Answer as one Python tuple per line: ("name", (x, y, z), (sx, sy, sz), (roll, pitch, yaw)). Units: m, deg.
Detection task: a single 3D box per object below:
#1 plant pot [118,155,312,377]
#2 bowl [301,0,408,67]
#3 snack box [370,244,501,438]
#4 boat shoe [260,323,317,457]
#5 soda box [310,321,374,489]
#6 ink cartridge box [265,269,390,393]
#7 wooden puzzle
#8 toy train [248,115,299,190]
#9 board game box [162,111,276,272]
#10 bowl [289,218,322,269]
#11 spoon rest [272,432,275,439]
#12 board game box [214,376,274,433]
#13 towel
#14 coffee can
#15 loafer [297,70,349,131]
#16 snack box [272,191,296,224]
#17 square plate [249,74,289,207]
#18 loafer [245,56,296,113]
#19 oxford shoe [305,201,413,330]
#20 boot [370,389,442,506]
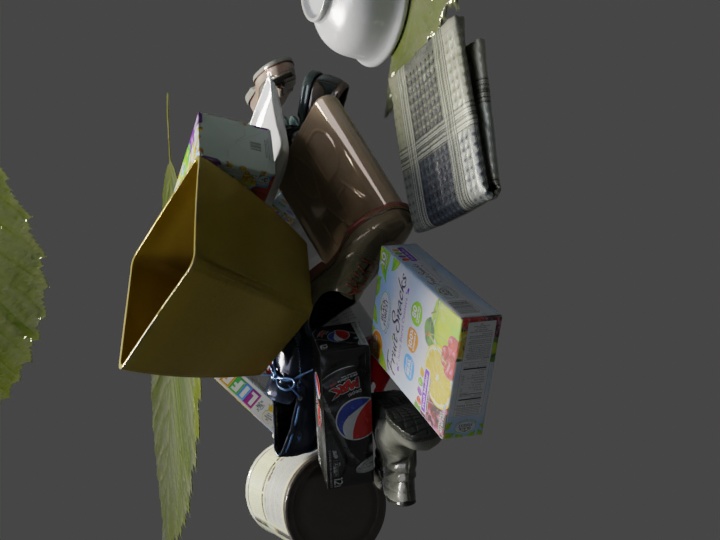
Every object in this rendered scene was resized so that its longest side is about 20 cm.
("plant pot", (-0.170, 0.018, 1.103), (0.200, 0.176, 0.201), (-49, 32, 31))
("bowl", (-0.019, -0.361, 1.122), (0.201, 0.090, 0.203), (175, 90, -66))
("snack box", (0.077, 0.073, 0.993), (0.200, 0.053, 0.143), (-133, 46, -57))
("boat shoe", (-0.089, 0.157, 1.163), (0.084, 0.068, 0.202), (14, 115, 53))
("soda box", (-0.022, 0.170, 1.113), (0.071, 0.063, 0.201), (-121, 26, -63))
("ink cartridge box", (-0.050, 0.124, 1.231), (0.176, 0.083, 0.201), (55, 145, 27))
("wooden puzzle", (-0.027, -0.110, 1.185), (0.186, 0.046, 0.200), (58, 146, 9))
("toy train", (-0.123, -0.183, 1.409), (0.200, 0.085, 0.115), (-159, 58, -65))
("board game box", (-0.196, -0.094, 1.204), (0.105, 0.102, 0.201), (-102, 31, -47))
("bowl", (-0.122, 0.033, 1.332), (0.074, 0.200, 0.200), (35, 145, 12))
("spoon rest", (-0.092, 0.181, 1.436), (0.099, 0.060, 0.202), (24, 102, 63))
("board game box", (-0.176, 0.176, 1.351), (0.200, 0.034, 0.135), (41, 174, 12))
("towel", (0.092, -0.155, 0.981), (0.192, 0.034, 0.202), (154, 108, -68))
("coffee can", (-0.070, 0.323, 1.274), (0.200, 0.145, 0.148), (167, 98, -66))
("loafer", (-0.058, -0.181, 1.274), (0.072, 0.062, 0.201), (-46, -32, -57))
("snack box", (-0.166, -0.017, 1.398), (0.201, 0.053, 0.142), (-57, 5, 19))
("square plate", (-0.143, -0.148, 1.277), (0.199, 0.028, 0.201), (-104, 32, -49))
("loafer", (-0.140, -0.290, 1.459), (0.063, 0.072, 0.200), (68, 162, 0))
("oxford shoe", (0.000, 0.000, 1.090), (0.200, 0.070, 0.075), (-46, 32, 27))
("boot", (0.058, 0.226, 1.080), (0.200, 0.067, 0.132), (-169, 73, -74))
